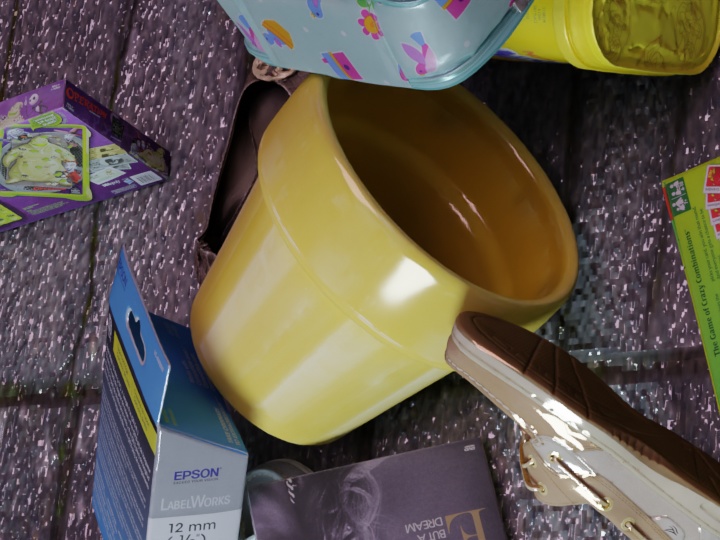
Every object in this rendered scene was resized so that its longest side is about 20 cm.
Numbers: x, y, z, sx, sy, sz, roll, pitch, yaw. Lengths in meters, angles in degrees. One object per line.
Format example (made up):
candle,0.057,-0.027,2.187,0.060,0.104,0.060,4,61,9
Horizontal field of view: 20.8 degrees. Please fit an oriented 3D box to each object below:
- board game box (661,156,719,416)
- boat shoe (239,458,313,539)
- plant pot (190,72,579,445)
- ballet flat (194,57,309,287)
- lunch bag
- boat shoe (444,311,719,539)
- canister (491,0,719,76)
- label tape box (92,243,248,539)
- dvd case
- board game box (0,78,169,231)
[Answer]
board game box,0.241,0.025,1.081,0.101,0.047,0.202,-24,59,27
boat shoe,-0.035,0.201,1.198,0.074,0.065,0.203,-32,56,21
plant pot,0.000,0.000,1.187,0.189,0.199,0.202,-46,50,32
ballet flat,-0.074,-0.074,1.350,0.067,0.046,0.202,9,77,37
lunch bag,0.023,-0.182,1.099,0.199,0.077,0.161,13,55,42
boat shoe,0.120,0.101,1.069,0.199,0.074,0.069,36,110,-3
canister,0.101,-0.168,1.197,0.199,0.148,0.088,9,97,40
label tape box,-0.117,0.104,1.212,0.144,0.065,0.202,-122,36,-54
dvd case,0.022,0.203,1.141,0.147,0.016,0.202,-12,61,-3
board game box,-0.253,-0.077,1.434,0.198,0.120,0.033,-14,64,30
